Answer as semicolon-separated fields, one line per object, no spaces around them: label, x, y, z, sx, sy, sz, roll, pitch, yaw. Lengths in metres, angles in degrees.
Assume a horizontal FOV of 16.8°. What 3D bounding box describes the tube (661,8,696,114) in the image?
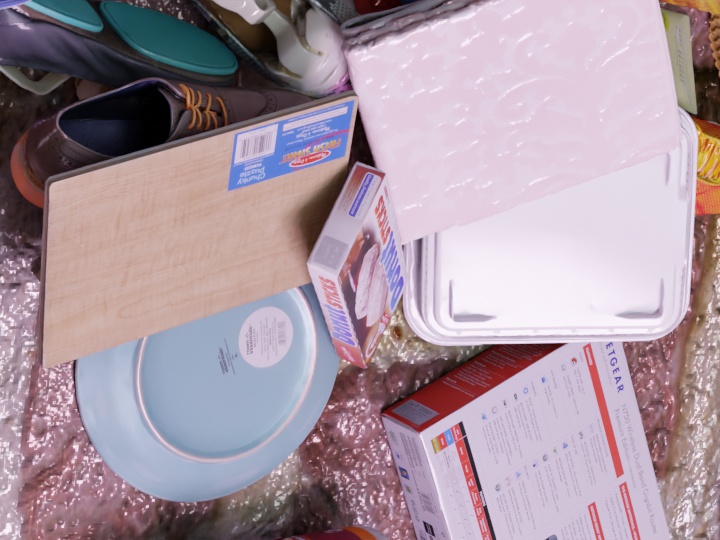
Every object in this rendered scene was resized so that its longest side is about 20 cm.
tube;0.160;-0.168;1.668;0.200;0.052;0.058;17;104;-38

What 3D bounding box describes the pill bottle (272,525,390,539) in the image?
pill bottle;-0.070;0.232;1.585;0.200;0.109;0.110;-6;106;-33

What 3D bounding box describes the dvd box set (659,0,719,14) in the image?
dvd box set;0.219;-0.228;1.598;0.029;0.200;0.146;-45;124;-16

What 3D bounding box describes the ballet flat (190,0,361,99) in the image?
ballet flat;-0.060;-0.158;1.481;0.200;0.071;0.069;39;103;-23

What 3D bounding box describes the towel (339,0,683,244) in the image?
towel;0.096;-0.112;1.530;0.200;0.032;0.191;-19;138;0

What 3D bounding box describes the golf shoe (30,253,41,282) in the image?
golf shoe;-0.102;-0.017;1.501;0.200;0.078;0.097;-28;103;-25

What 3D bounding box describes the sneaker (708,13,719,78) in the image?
sneaker;0.316;-0.146;1.770;0.090;0.075;0.200;-36;129;-21

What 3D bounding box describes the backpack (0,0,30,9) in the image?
backpack;-0.218;-0.220;1.300;0.183;0.200;0.147;-11;129;-33

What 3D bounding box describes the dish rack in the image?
dish rack;0.130;-0.028;1.638;0.199;0.044;0.172;-1;105;-7

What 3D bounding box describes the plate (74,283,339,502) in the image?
plate;-0.090;0.056;1.574;0.200;0.026;0.201;-9;108;-31

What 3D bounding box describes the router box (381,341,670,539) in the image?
router box;0.121;0.150;1.731;0.179;0.049;0.200;-29;118;-25

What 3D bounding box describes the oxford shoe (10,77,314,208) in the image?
oxford shoe;-0.101;-0.078;1.428;0.200;0.073;0.071;-13;73;-30

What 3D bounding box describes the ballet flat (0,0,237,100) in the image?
ballet flat;-0.163;-0.130;1.451;0.200;0.073;0.073;15;95;-46

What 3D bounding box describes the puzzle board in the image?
puzzle board;-0.098;-0.027;1.435;0.200;0.017;0.151;-19;140;-26

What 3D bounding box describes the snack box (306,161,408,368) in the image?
snack box;0.000;0.000;1.540;0.200;0.024;0.072;75;38;-71

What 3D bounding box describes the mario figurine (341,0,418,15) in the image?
mario figurine;0.041;-0.170;1.538;0.123;0.106;0.200;-47;113;-10

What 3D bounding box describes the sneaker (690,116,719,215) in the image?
sneaker;0.222;-0.078;1.720;0.200;0.077;0.073;14;93;-38
